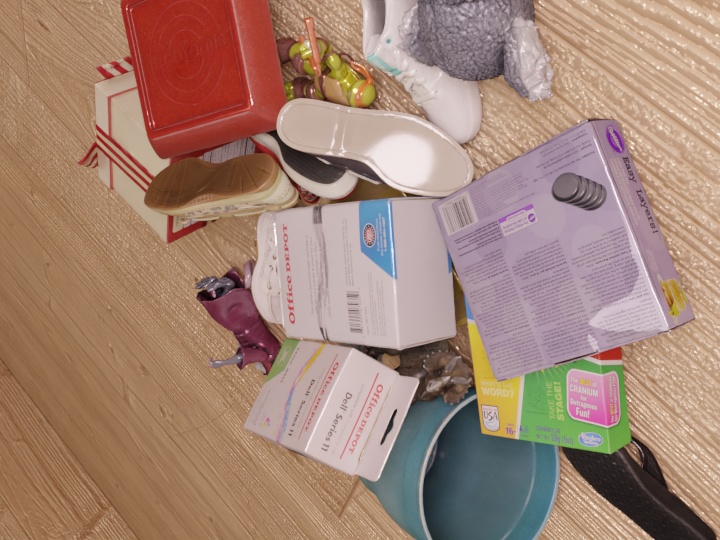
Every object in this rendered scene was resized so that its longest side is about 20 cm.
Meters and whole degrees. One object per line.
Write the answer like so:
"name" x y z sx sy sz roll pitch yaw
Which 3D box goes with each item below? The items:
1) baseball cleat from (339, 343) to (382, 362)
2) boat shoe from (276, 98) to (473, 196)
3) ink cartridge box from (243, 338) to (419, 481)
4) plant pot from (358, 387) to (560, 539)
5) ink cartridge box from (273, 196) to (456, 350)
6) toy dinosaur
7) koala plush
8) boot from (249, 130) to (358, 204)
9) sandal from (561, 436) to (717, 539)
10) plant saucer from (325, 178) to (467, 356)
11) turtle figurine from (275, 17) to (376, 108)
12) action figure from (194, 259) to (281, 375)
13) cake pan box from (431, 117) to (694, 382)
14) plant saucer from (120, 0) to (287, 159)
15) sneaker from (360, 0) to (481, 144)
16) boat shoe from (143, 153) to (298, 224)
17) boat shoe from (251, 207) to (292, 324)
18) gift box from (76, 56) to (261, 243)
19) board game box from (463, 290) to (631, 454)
"baseball cleat" -0.001 0.153 0.962 0.070 0.200 0.107 8 143 1
"boat shoe" 0.017 -0.124 0.813 0.200 0.063 0.073 18 93 5
"ink cartridge box" -0.035 0.140 0.850 0.067 0.117 0.200 32 163 -26
"plant pot" 0.096 0.226 0.953 0.188 0.200 0.200 2 118 58
"ink cartridge box" 0.000 0.000 0.864 0.200 0.084 0.145 0 96 51
"toy dinosaur" 0.063 0.098 0.893 0.077 0.102 0.200 54 -171 -28
"koala plush" 0.085 -0.235 0.641 0.177 0.184 0.200 29 148 36
"boot" -0.051 -0.111 0.944 0.200 0.072 0.144 41 168 41
"sandal" 0.284 0.215 0.839 0.200 0.048 0.075 45 144 -3
"plant saucer" 0.044 -0.014 0.949 0.200 0.048 0.200 58 145 1
"turtle figurine" -0.035 -0.209 0.872 0.161 0.064 0.200 31 166 43
"action figure" -0.172 0.086 1.278 0.149 0.134 0.200 -31 107 14
"cake pan box" 0.168 -0.010 0.723 0.200 0.052 0.184 -28 77 46
"plant saucer" -0.182 -0.236 0.885 0.199 0.037 0.200 -8 94 33
"sneaker" 0.044 -0.202 0.768 0.075 0.088 0.200 -5 117 51
"boat shoe" -0.163 -0.085 0.922 0.200 0.073 0.063 2 153 35
"boat shoe" -0.104 0.003 1.123 0.069 0.071 0.200 33 137 34
"gift box" -0.254 -0.173 1.070 0.187 0.200 0.185 43 137 23
"board game box" 0.178 0.069 0.798 0.153 0.040 0.200 -2 98 47
